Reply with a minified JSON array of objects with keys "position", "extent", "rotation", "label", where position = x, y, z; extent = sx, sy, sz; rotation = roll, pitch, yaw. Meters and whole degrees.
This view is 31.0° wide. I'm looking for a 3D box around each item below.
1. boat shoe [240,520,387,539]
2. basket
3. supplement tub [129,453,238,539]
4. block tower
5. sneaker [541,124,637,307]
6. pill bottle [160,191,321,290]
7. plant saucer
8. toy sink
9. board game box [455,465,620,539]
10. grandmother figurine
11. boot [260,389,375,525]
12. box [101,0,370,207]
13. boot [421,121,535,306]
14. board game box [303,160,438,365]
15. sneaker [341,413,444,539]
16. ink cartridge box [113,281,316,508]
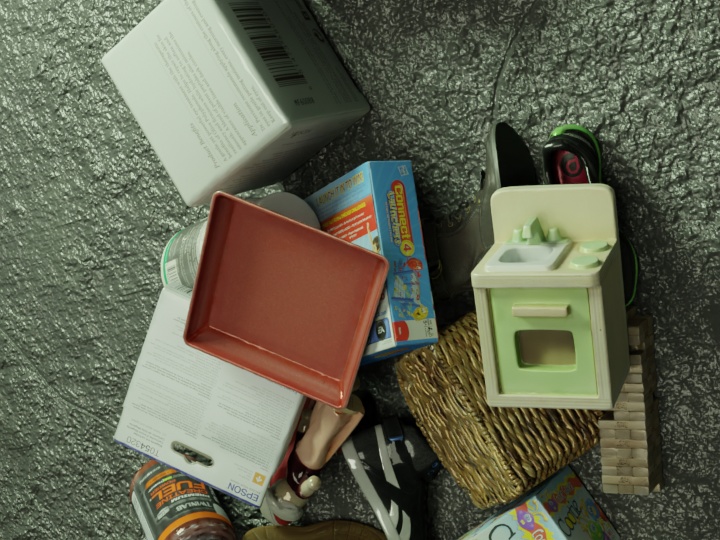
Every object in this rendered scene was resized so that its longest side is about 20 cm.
[{"position":[-0.050,0.358,1.610],"extent":[0.199,0.074,0.070],"rotation":[0,128,18],"label":"boat shoe"},{"position":[0.153,0.145,1.449],"extent":[0.201,0.148,0.143],"rotation":[58,153,7],"label":"basket"},{"position":[-0.216,0.324,1.621],"extent":[0.200,0.106,0.108],"rotation":[49,126,53],"label":"supplement tub"},{"position":[0.283,0.142,1.377],"extent":[0.054,0.058,0.202],"rotation":[-1,101,30],"label":"block tower"},{"position":[0.228,-0.050,1.350],"extent":[0.076,0.084,0.201],"rotation":[-20,90,32],"label":"sneaker"},{"position":[-0.137,-0.018,1.494],"extent":[0.199,0.113,0.114],"rotation":[-20,91,50],"label":"pill bottle"},{"position":[-0.078,0.028,1.380],"extent":[0.198,0.037,0.201],"rotation":[22,121,9],"label":"plant saucer"},{"position":[0.188,0.027,1.287],"extent":[0.129,0.112,0.201],"rotation":[0,109,22],"label":"toy sink"},{"position":[0.172,0.323,1.451],"extent":[0.200,0.105,0.103],"rotation":[-41,80,31],"label":"board game box"},{"position":[-0.056,0.215,1.499],"extent":[0.060,0.122,0.201],"rotation":[22,121,-8],"label":"grandmother figurine"},{"position":[-0.047,0.231,1.578],"extent":[0.143,0.072,0.202],"rotation":[15,104,25],"label":"boot"},{"position":[-0.136,-0.207,1.457],"extent":[0.171,0.200,0.200],"rotation":[-35,84,28],"label":"box"},{"position":[0.106,-0.053,1.431],"extent":[0.173,0.069,0.202],"rotation":[-7,85,42],"label":"boot"},{"position":[0.000,0.000,1.432],"extent":[0.200,0.056,0.197],"rotation":[-23,73,60],"label":"board game box"},{"position":[0.070,0.261,1.517],"extent":[0.111,0.073,0.201],"rotation":[-27,106,6],"label":"sneaker"},{"position":[-0.164,0.141,1.485],"extent":[0.195,0.043,0.201],"rotation":[24,107,8],"label":"ink cartridge box"}]
